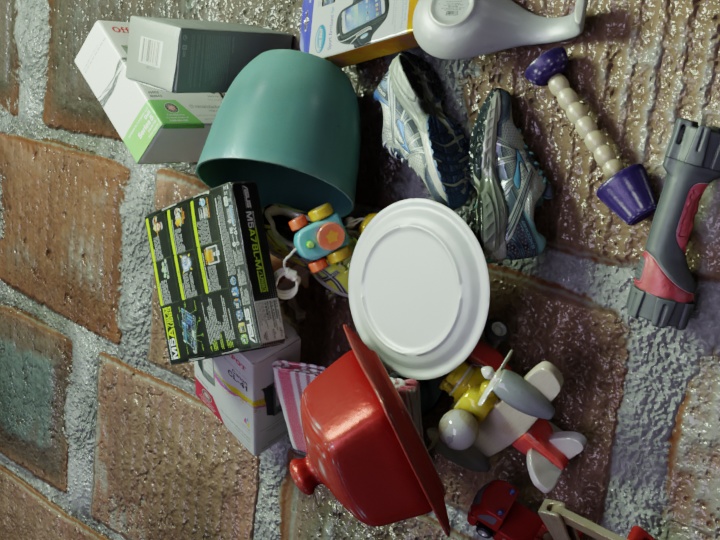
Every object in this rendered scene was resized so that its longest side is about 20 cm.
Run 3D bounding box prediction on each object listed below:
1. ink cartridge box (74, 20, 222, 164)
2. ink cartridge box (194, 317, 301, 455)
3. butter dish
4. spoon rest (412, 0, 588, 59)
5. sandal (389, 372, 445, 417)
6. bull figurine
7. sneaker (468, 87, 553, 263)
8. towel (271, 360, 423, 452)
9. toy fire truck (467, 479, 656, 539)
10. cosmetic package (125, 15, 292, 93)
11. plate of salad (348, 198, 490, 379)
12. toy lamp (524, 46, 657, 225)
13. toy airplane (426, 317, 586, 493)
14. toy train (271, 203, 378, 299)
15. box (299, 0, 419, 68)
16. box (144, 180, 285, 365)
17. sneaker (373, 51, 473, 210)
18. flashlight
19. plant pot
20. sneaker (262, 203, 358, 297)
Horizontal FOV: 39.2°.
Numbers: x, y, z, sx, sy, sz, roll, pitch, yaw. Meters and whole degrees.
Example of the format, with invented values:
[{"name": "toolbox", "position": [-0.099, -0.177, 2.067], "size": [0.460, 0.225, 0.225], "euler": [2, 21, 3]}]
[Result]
[{"name": "ink cartridge box", "position": [-0.290, -0.254, 1.437], "size": [0.084, 0.145, 0.201], "euler": [-47, 68, 34]}, {"name": "ink cartridge box", "position": [-0.157, 0.132, 1.382], "size": [0.147, 0.085, 0.201], "euler": [40, 145, 30]}, {"name": "butter dish", "position": [-0.009, 0.197, 1.117], "size": [0.201, 0.147, 0.200], "euler": [64, 178, -27]}, {"name": "spoon rest", "position": [0.150, -0.273, 1.097], "size": [0.198, 0.061, 0.100], "euler": [8, 78, 26]}, {"name": "sandal", "position": [0.050, 0.167, 1.281], "size": [0.076, 0.043, 0.201], "euler": [45, 123, 26]}, {"name": "bull figurine", "position": [-0.102, 0.007, 1.373], "size": [0.200, 0.065, 0.122], "euler": [-37, 77, 40]}, {"name": "sneaker", "position": [0.168, -0.104, 1.130], "size": [0.078, 0.085, 0.202], "euler": [120, 152, -77]}, {"name": "towel", "position": [-0.012, 0.185, 1.282], "size": [0.198, 0.030, 0.147], "euler": [7, 126, 23]}, {"name": "toy fire truck", "position": [0.218, 0.288, 1.102], "size": [0.199, 0.049, 0.141], "euler": [32, 148, 13]}, {"name": "cosmetic package", "position": [-0.194, -0.280, 1.319], "size": [0.106, 0.199, 0.091], "euler": [21, 108, 38]}, {"name": "plate of salad", "position": [0.067, 0.020, 1.134], "size": [0.199, 0.048, 0.202], "euler": [3, 94, 41]}, {"name": "toy lamp", "position": [0.243, -0.139, 1.062], "size": [0.058, 0.058, 0.201], "euler": [-42, 68, 36]}, {"name": "toy airplane", "position": [0.150, 0.167, 1.131], "size": [0.198, 0.140, 0.202], "euler": [18, 126, 48]}, {"name": "toy train", "position": [0.000, 0.000, 1.217], "size": [0.056, 0.198, 0.152], "euler": [-170, 94, -74]}, {"name": "box", "position": [0.008, -0.316, 1.223], "size": [0.199, 0.041, 0.120], "euler": [-6, 74, 43]}, {"name": "box", "position": [-0.185, 0.007, 1.256], "size": [0.192, 0.047, 0.202], "euler": [-15, 85, 46]}, {"name": "sneaker", "position": [0.072, -0.154, 1.202], "size": [0.085, 0.077, 0.202], "euler": [-37, 64, 42]}, {"name": "flashlight", "position": [0.323, -0.044, 1.008], "size": [0.068, 0.067, 0.202], "euler": [27, 109, 39]}, {"name": "plant pot", "position": [-0.089, -0.173, 1.252], "size": [0.199, 0.200, 0.163], "euler": [-1, 71, 40]}, {"name": "sneaker", "position": [-0.045, -0.022, 1.265], "size": [0.198, 0.076, 0.076], "euler": [21, 78, 3]}]
